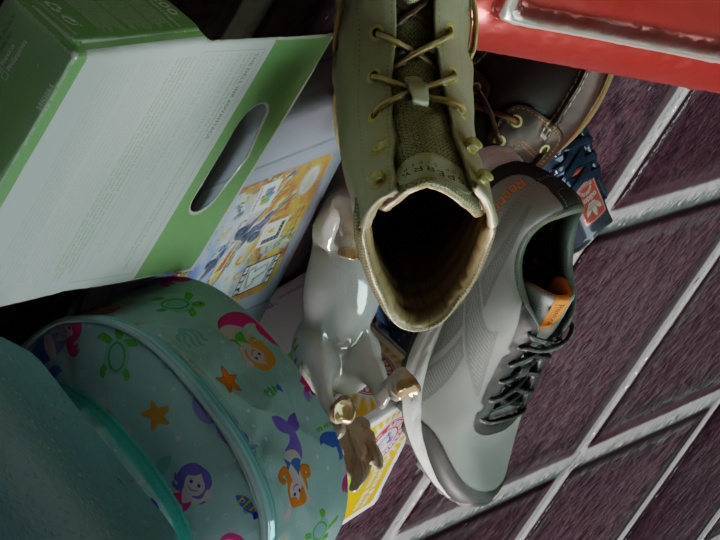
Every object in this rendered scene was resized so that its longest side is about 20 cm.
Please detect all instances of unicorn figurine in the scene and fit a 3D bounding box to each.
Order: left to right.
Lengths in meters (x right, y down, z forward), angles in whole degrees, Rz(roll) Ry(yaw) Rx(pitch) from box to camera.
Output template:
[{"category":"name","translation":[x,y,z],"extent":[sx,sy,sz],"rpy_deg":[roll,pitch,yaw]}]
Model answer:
[{"category":"unicorn figurine","translation":[0.000,0.000,1.420],"extent":[0.201,0.074,0.137],"rpy_deg":[-67,-162,10]}]

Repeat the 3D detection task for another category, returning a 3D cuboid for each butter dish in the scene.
[{"category":"butter dish","translation":[0.139,-0.204,1.335],"extent":[0.199,0.148,0.200],"rpy_deg":[10,133,-14]}]

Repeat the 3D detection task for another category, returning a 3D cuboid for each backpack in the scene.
[{"category":"backpack","translation":[-0.111,0.108,1.294],"extent":[0.200,0.178,0.150],"rpy_deg":[-44,167,30]}]

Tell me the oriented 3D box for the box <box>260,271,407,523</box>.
[{"category":"box","translation":[-0.070,0.101,1.502],"extent":[0.200,0.101,0.113],"rpy_deg":[-29,153,-44]}]

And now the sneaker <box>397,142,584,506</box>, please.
[{"category":"sneaker","translation":[0.074,0.037,1.482],"extent":[0.074,0.079,0.201],"rpy_deg":[-14,118,-46]}]

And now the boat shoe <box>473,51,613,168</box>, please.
[{"category":"boat shoe","translation":[0.073,-0.075,1.523],"extent":[0.070,0.070,0.200],"rpy_deg":[-22,148,-59]}]

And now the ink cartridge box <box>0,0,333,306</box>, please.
[{"category":"ink cartridge box","translation":[-0.111,-0.055,1.203],"extent":[0.200,0.048,0.146],"rpy_deg":[-15,142,-59]}]

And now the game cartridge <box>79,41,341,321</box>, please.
[{"category":"game cartridge","translation":[-0.073,-0.021,1.370],"extent":[0.133,0.041,0.200],"rpy_deg":[-31,154,-51]}]

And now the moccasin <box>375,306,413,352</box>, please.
[{"category":"moccasin","translation":[0.042,0.043,1.691],"extent":[0.200,0.068,0.081],"rpy_deg":[-31,162,-39]}]

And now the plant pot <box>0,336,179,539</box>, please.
[{"category":"plant pot","translation":[-0.190,0.135,1.137],"extent":[0.196,0.197,0.200],"rpy_deg":[-46,169,35]}]

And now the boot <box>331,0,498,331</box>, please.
[{"category":"boot","translation":[0.024,-0.091,1.236],"extent":[0.072,0.156,0.201],"rpy_deg":[2,127,-8]}]

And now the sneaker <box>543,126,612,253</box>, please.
[{"category":"sneaker","translation":[0.116,-0.064,1.615],"extent":[0.075,0.084,0.200],"rpy_deg":[-37,158,-28]}]
